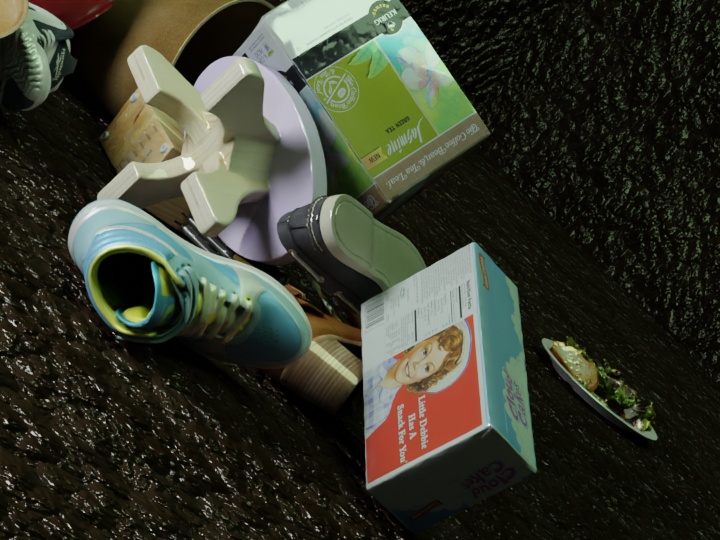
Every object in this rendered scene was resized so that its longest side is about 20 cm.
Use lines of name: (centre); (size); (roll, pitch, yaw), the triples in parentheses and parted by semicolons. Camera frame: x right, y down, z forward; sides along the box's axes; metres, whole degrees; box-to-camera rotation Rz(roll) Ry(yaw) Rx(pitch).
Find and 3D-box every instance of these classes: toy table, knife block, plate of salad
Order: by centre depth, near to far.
toy table: (-0.120, -0.100, 1.612); (0.117, 0.184, 0.200); (15, 31, -50)
knife block: (-0.137, -0.066, 1.784); (0.175, 0.064, 0.200); (35, 11, -33)
plate of salad: (0.321, 0.149, 2.576); (0.200, 0.048, 0.200); (38, 9, -8)

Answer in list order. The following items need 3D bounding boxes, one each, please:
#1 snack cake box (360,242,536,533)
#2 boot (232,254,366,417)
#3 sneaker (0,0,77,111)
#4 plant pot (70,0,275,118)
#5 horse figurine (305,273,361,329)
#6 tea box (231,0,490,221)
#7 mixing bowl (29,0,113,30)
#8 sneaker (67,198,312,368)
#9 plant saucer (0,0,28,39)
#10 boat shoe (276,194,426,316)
snack cake box: (0.065, 0.087, 1.495); (0.067, 0.115, 0.200); (45, 28, -34)
boot: (-0.050, 0.045, 1.605); (0.155, 0.074, 0.200); (37, 7, 8)
sneaker: (-0.287, -0.187, 1.708); (0.129, 0.080, 0.199); (18, 12, -43)
plant pot: (-0.204, -0.218, 1.941); (0.200, 0.187, 0.186); (30, 4, 30)
horse figurine: (0.009, 0.056, 1.792); (0.133, 0.050, 0.200); (59, 5, 10)
tea box: (-0.021, -0.137, 1.756); (0.197, 0.133, 0.200); (54, -29, 1)
mixing bowl: (-0.299, -0.280, 1.848); (0.109, 0.200, 0.200); (63, 3, -17)
sneaker: (-0.119, 0.030, 1.396); (0.199, 0.080, 0.131); (27, 11, -16)
plant saucer: (-0.370, -0.234, 1.589); (0.200, 0.036, 0.201); (21, 33, -15)
boat shoe: (0.000, 0.000, 1.605); (0.200, 0.062, 0.073); (45, 45, -50)
